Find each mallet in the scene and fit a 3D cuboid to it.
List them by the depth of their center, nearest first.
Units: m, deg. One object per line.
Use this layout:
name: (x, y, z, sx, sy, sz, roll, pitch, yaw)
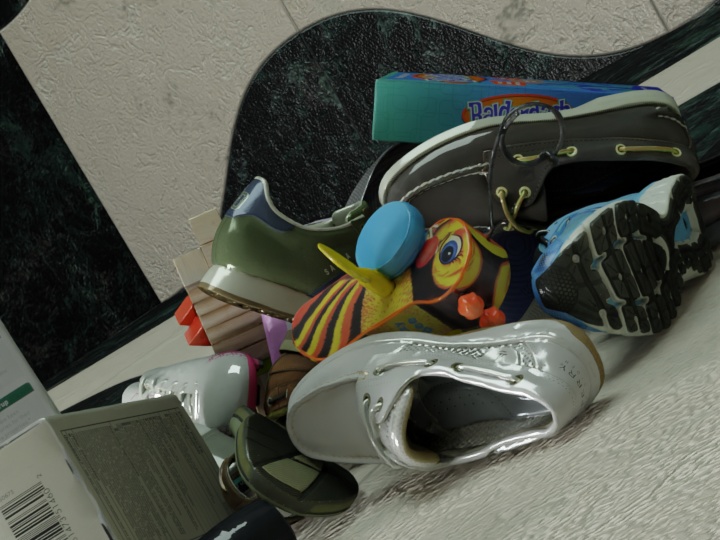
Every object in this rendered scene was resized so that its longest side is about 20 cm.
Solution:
mallet: (-0.041, 0.155, 0.941, 0.066, 0.041, 0.200, -34, 10, -17)

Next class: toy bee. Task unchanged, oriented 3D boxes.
toy bee: (0.037, 0.005, 1.057, 0.109, 0.131, 0.200, -102, 31, -49)

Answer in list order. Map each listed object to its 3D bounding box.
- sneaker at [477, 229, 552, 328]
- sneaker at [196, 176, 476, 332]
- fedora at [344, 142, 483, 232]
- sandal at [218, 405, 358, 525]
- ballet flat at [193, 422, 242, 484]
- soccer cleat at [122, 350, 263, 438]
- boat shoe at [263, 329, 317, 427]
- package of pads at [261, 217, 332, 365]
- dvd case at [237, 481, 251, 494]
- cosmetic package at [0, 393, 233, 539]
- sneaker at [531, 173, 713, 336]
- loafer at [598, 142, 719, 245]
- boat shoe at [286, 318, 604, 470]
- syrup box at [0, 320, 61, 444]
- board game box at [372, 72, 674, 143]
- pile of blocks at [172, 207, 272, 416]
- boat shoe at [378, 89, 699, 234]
sneaker: (0.133, -0.006, 1.286, 0.199, 0.081, 0.115, -26, -2, -31)
sneaker: (0.000, 0.000, 1.218, 0.067, 0.200, 0.090, 177, 110, -72)
fedora: (0.064, -0.007, 1.358, 0.090, 0.177, 0.200, 10, 17, 33)
sandal: (-0.051, 0.126, 1.123, 0.057, 0.080, 0.201, -57, 5, -3)
ballet flat: (-0.140, 0.129, 1.279, 0.067, 0.064, 0.200, -34, 6, -31)
soccer cleat: (-0.124, 0.098, 1.336, 0.086, 0.070, 0.200, 5, -12, -14)
boat shoe: (0.003, 0.086, 1.204, 0.200, 0.072, 0.068, 2, 66, 62)
package of pads: (-0.022, 0.023, 1.452, 0.075, 0.121, 0.200, -8, 4, 12)
dvd case: (-0.122, 0.161, 1.357, 0.150, 0.025, 0.200, -26, 6, 39)
cosmetic package: (-0.143, 0.136, 1.072, 0.073, 0.104, 0.200, -33, -9, 11)
sneaker: (0.141, 0.000, 1.103, 0.090, 0.079, 0.200, -16, 3, 28)
loafer: (0.245, -0.065, 1.231, 0.200, 0.063, 0.072, -32, 6, -12)
boat shoe: (0.031, 0.075, 1.011, 0.200, 0.071, 0.069, -16, 20, 35)
syrup box: (-0.217, 0.131, 1.203, 0.081, 0.200, 0.079, -32, 5, -15)
board game box: (0.113, -0.111, 1.311, 0.200, 0.045, 0.152, 3, 8, 4)
pile of blocks: (-0.104, 0.045, 1.444, 0.062, 0.200, 0.082, -23, 24, -4)
boat shoe: (0.112, -0.059, 1.182, 0.201, 0.072, 0.061, -16, 48, 0)
